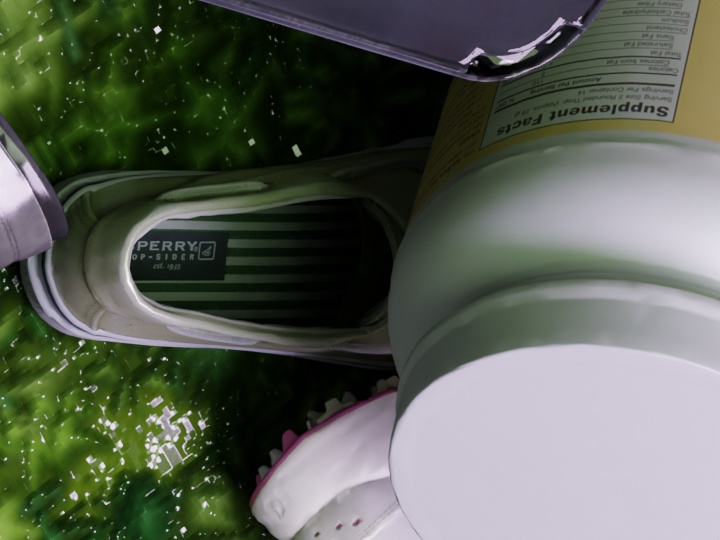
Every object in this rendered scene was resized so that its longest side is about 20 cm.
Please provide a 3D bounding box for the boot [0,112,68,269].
[{"bbox_3d":[-0.126,0.023,0.651,0.131,0.070,0.201,-37,116,-19],"label":"boot"}]

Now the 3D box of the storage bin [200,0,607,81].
[{"bbox_3d":[-0.014,-0.136,0.538,0.199,0.094,0.135,12,124,-40],"label":"storage bin"}]

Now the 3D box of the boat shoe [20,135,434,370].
[{"bbox_3d":[0.000,0.000,0.728,0.199,0.062,0.073,-5,101,-31],"label":"boat shoe"}]

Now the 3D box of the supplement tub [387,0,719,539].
[{"bbox_3d":[0.088,-0.016,0.667,0.145,0.145,0.201,43,45,-29],"label":"supplement tub"}]

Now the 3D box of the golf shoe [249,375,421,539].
[{"bbox_3d":[0.067,0.063,0.758,0.199,0.075,0.092,-20,68,-22],"label":"golf shoe"}]
